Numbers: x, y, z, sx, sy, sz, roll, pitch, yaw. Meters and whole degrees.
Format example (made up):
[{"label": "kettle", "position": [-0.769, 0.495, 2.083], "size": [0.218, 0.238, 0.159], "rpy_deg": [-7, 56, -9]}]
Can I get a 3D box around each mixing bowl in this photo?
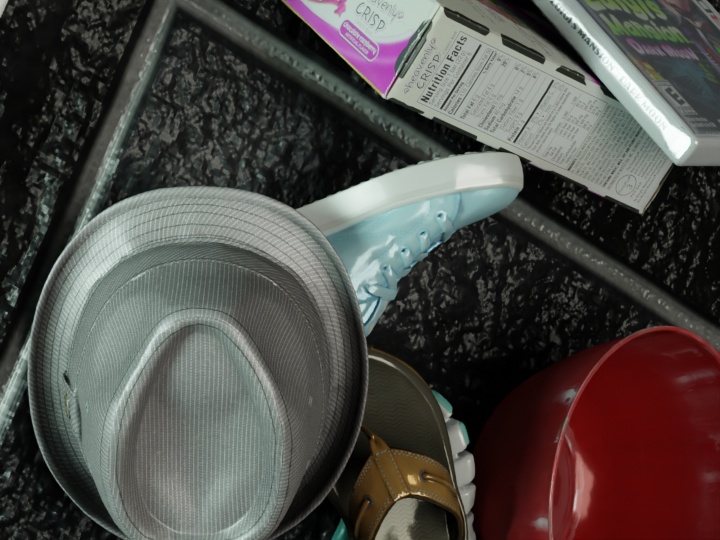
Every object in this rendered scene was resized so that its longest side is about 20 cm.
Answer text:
[{"label": "mixing bowl", "position": [0.133, 0.132, 1.501], "size": [0.200, 0.108, 0.201], "rpy_deg": [1, 89, -47]}]

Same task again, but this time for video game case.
[{"label": "video game case", "position": [0.170, -0.130, 1.457], "size": [0.023, 0.182, 0.200], "rpy_deg": [-49, 158, 24]}]

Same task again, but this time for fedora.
[{"label": "fedora", "position": [-0.082, 0.066, 1.300], "size": [0.176, 0.090, 0.201], "rpy_deg": [7, 109, -6]}]

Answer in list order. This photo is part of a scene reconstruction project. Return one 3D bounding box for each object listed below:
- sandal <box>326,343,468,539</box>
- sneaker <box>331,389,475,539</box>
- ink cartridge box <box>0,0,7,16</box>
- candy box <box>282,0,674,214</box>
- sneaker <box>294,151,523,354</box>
[{"label": "sandal", "position": [0.019, 0.134, 1.391], "size": [0.081, 0.055, 0.201], "rpy_deg": [-14, 101, -9]}, {"label": "sneaker", "position": [0.022, 0.170, 1.463], "size": [0.091, 0.078, 0.201], "rpy_deg": [-15, 102, -17]}, {"label": "ink cartridge box", "position": [-0.248, -0.127, 1.230], "size": [0.145, 0.048, 0.201], "rpy_deg": [31, 75, -35]}, {"label": "candy box", "position": [0.070, -0.113, 1.418], "size": [0.200, 0.136, 0.061], "rpy_deg": [23, 106, -36]}, {"label": "sneaker", "position": [0.000, 0.000, 1.370], "size": [0.199, 0.074, 0.082], "rpy_deg": [-20, 84, 4]}]
